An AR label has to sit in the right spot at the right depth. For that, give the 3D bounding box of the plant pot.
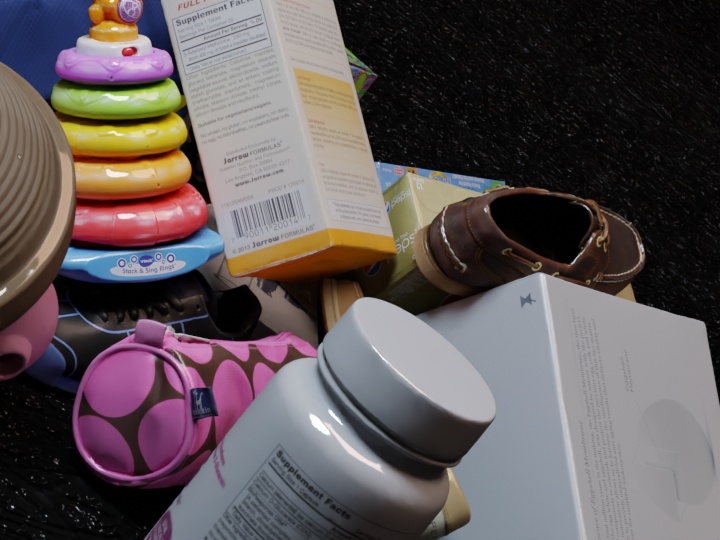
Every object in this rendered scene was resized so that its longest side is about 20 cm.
[{"bbox_3d":[-0.247,-0.060,1.373,0.200,0.093,0.202,3,56,-4],"label":"plant pot"}]

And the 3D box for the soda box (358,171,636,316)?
[{"bbox_3d":[0.089,-0.003,1.747,0.199,0.064,0.068,15,51,-40],"label":"soda box"}]

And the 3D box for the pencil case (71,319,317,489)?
[{"bbox_3d":[-0.084,0.076,1.533,0.090,0.094,0.200,3,0,22],"label":"pencil case"}]

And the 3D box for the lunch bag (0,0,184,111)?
[{"bbox_3d":[-0.192,-0.171,1.714,0.136,0.199,0.133,-17,99,-71],"label":"lunch bag"}]

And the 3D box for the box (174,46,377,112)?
[{"bbox_3d":[-0.128,-0.170,1.938,0.193,0.122,0.200,44,15,25],"label":"box"}]

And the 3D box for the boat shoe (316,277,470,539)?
[{"bbox_3d":[0.018,0.087,1.623,0.066,0.074,0.201,-11,55,-8],"label":"boat shoe"}]

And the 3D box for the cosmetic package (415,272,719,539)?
[{"bbox_3d":[0.138,0.127,1.690,0.200,0.122,0.201,17,60,-52],"label":"cosmetic package"}]

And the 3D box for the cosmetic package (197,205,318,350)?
[{"bbox_3d":[-0.052,0.039,1.773,0.200,0.052,0.151,37,20,-8],"label":"cosmetic package"}]

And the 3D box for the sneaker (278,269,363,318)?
[{"bbox_3d":[0.000,0.000,1.777,0.200,0.067,0.090,51,23,11],"label":"sneaker"}]

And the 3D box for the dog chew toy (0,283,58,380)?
[{"bbox_3d":[-0.224,-0.021,1.472,0.124,0.125,0.201,21,33,-44],"label":"dog chew toy"}]

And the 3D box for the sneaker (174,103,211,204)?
[{"bbox_3d":[-0.130,-0.068,1.706,0.089,0.200,0.079,9,-51,45],"label":"sneaker"}]

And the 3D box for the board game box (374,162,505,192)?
[{"bbox_3d":[-0.002,-0.049,1.947,0.200,0.151,0.037,6,78,-60],"label":"board game box"}]

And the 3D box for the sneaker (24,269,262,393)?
[{"bbox_3d":[-0.139,0.028,1.577,0.070,0.078,0.200,49,20,28],"label":"sneaker"}]

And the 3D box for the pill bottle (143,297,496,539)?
[{"bbox_3d":[-0.025,0.119,1.382,0.113,0.200,0.113,35,18,-13],"label":"pill bottle"}]

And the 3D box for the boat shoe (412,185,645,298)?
[{"bbox_3d":[0.124,-0.017,1.687,0.199,0.070,0.071,-2,63,-48],"label":"boat shoe"}]

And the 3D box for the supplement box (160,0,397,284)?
[{"bbox_3d":[-0.052,-0.098,1.631,0.126,0.073,0.201,7,67,-70],"label":"supplement box"}]

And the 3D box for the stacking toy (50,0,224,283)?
[{"bbox_3d":[-0.144,-0.100,1.549,0.115,0.201,0.110,-6,16,-27],"label":"stacking toy"}]
